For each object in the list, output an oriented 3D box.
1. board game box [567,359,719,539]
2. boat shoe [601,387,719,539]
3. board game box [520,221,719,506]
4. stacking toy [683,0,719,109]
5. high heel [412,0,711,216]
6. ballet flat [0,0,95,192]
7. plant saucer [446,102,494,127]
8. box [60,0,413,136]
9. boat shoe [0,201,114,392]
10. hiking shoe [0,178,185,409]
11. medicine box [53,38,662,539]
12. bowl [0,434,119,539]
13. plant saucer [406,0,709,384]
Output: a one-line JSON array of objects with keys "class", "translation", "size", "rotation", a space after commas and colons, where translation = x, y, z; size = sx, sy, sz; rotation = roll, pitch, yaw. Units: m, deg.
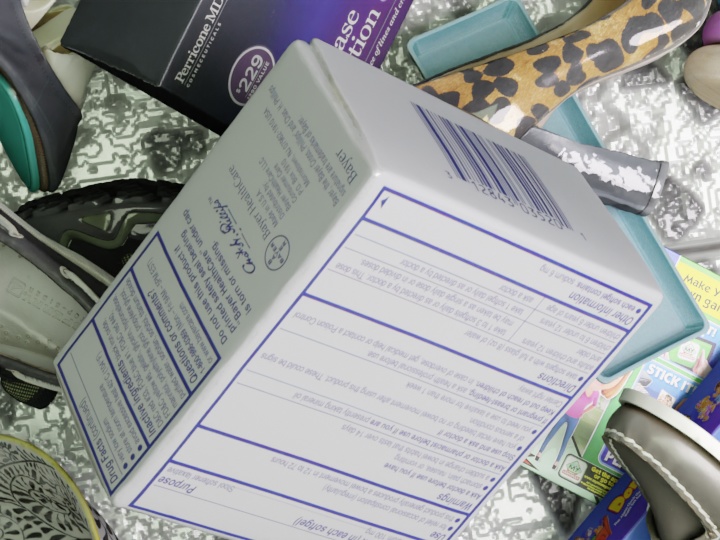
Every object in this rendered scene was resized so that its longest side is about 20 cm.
[{"class": "board game box", "translation": [0.203, 0.127, 1.263], "size": [0.134, 0.045, 0.200], "rotation": [42, 87, -21]}, {"class": "boat shoe", "translation": [0.177, 0.138, 1.195], "size": [0.060, 0.072, 0.202], "rotation": [-46, 114, -9]}, {"class": "board game box", "translation": [0.090, 0.029, 1.280], "size": [0.200, 0.029, 0.135], "rotation": [27, 89, -4]}, {"class": "stacking toy", "translation": [0.235, -0.174, 1.270], "size": [0.085, 0.085, 0.201], "rotation": [21, 83, -4]}, {"class": "high heel", "translation": [0.098, -0.137, 1.239], "size": [0.142, 0.071, 0.201], "rotation": [16, 76, -16]}, {"class": "ballet flat", "translation": [-0.162, -0.115, 1.191], "size": [0.073, 0.200, 0.073], "rotation": [-8, 51, 10]}, {"class": "plant saucer", "translation": [0.000, 0.000, 1.208], "size": [0.199, 0.029, 0.201], "rotation": [-3, 118, -5]}, {"class": "box", "translation": [-0.036, -0.164, 1.206], "size": [0.079, 0.141, 0.200], "rotation": [25, 88, 40]}, {"class": "boat shoe", "translation": [-0.193, -0.002, 1.178], "size": [0.200, 0.060, 0.074], "rotation": [33, 98, -1]}, {"class": "hiking shoe", "translation": [-0.151, 0.014, 1.246], "size": [0.199, 0.076, 0.101], "rotation": [-11, 100, 5]}, {"class": "medicine box", "translation": [-0.003, 0.027, 1.118], "size": [0.182, 0.103, 0.200], "rotation": [22, 116, -39]}, {"class": "bowl", "translation": [-0.168, 0.186, 1.212], "size": [0.200, 0.094, 0.201], "rotation": [-14, 67, 35]}, {"class": "plant saucer", "translation": [0.097, -0.040, 1.256], "size": [0.070, 0.019, 0.200], "rotation": [-25, 80, -22]}]
